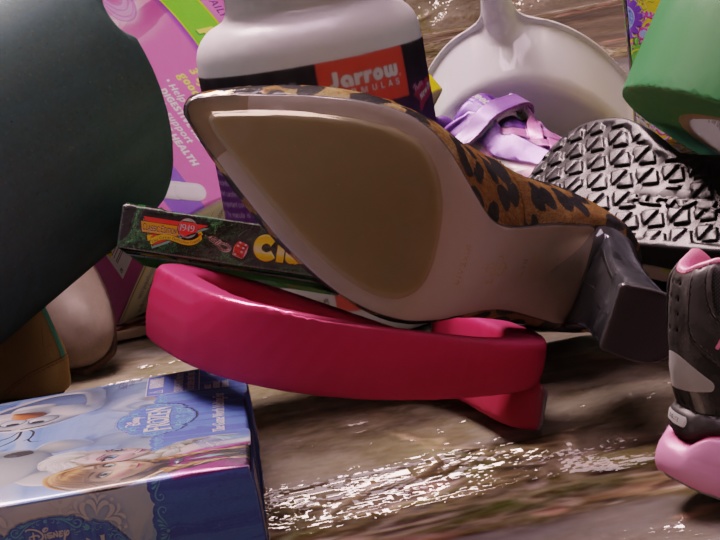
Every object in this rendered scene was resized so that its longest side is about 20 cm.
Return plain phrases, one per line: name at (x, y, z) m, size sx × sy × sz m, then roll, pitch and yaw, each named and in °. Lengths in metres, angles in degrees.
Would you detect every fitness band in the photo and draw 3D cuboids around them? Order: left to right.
fitness band at (-0.007, 0.026, 1.041) m, size 0.143 × 0.038 × 0.200 m, roll 11°, pitch 2°, yaw -17°

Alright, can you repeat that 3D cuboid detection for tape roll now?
tape roll at (0.206, -0.053, 1.079) m, size 0.200 × 0.048 × 0.200 m, roll 25°, pitch -2°, yaw 1°

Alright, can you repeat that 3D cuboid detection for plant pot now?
plant pot at (-0.199, -0.039, 1.158) m, size 0.200 × 0.201 × 0.196 m, roll -1°, pitch 29°, yaw 47°

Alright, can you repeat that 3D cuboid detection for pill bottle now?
pill bottle at (-0.018, -0.071, 1.299) m, size 0.111 × 0.200 × 0.111 m, roll -10°, pitch 9°, yaw 2°

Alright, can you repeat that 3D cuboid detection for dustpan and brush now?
dustpan and brush at (0.083, -0.111, 1.465) m, size 0.139 × 0.200 × 0.057 m, roll -9°, pitch 49°, yaw 13°

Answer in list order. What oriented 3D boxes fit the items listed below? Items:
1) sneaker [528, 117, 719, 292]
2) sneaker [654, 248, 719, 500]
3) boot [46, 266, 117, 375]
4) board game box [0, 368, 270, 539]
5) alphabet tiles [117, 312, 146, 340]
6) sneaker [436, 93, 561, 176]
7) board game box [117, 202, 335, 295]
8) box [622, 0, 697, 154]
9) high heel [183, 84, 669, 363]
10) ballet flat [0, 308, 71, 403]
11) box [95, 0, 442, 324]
sneaker at (0.139, -0.005, 1.118) m, size 0.072 × 0.083 × 0.200 m, roll -50°, pitch 31°, yaw -12°
sneaker at (0.188, 0.013, 0.880) m, size 0.200 × 0.096 × 0.079 m, roll -11°, pitch 7°, yaw -15°
boot at (-0.197, -0.051, 1.318) m, size 0.070 × 0.146 × 0.200 m, roll -36°, pitch 53°, yaw -21°
board game box at (-0.134, 0.084, 0.960) m, size 0.199 × 0.043 × 0.200 m, roll -11°, pitch 8°, yaw -2°
alphabet tiles at (-0.085, 0.012, 1.482) m, size 0.200 × 0.008 × 0.167 m, roll -12°, pitch 9°, yaw -9°
sneaker at (0.084, -0.050, 1.391) m, size 0.080 × 0.089 × 0.200 m, roll -16°, pitch 8°, yaw -38°
board game box at (0.000, 0.000, 1.145) m, size 0.200 × 0.024 × 0.105 m, roll 9°, pitch -2°, yaw 1°
box at (0.222, -0.159, 1.432) m, size 0.122 × 0.201 × 0.193 m, roll -7°, pitch -7°, yaw 21°
high heel at (0.020, -0.024, 1.007) m, size 0.200 × 0.072 × 0.143 m, roll 25°, pitch 7°, yaw -11°
ballet flat at (-0.235, 0.045, 1.262) m, size 0.200 × 0.063 × 0.069 m, roll -9°, pitch 8°, yaw 8°
box at (-0.093, -0.099, 1.443) m, size 0.200 × 0.176 × 0.097 m, roll -28°, pitch -19°, yaw -33°
